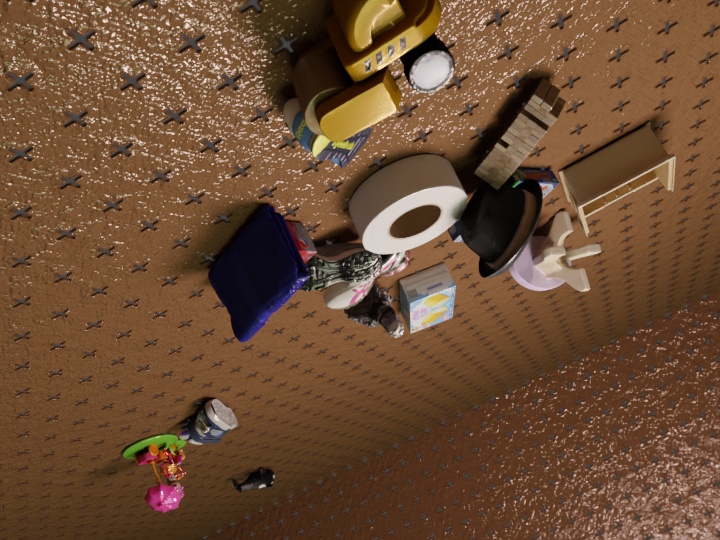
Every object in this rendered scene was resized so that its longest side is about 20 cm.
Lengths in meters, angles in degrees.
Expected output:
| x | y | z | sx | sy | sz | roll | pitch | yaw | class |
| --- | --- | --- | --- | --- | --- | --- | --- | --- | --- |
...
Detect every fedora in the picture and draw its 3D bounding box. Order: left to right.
| x | y | z | sx | sy | sz | roll | pitch | yaw | class |
| --- | --- | --- | --- | --- | --- | --- | --- | --- | --- |
| 0.235 | -0.091 | 1.268 | 0.091 | 0.202 | 0.201 | 28 | 136 | -14 | fedora |

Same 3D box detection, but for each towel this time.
| x | y | z | sx | sy | sz | roll | pitch | yaw | class |
| --- | --- | --- | --- | --- | --- | --- | --- | --- | --- |
| -0.166 | 0.007 | 1.177 | 0.049 | 0.148 | 0.200 | -8 | 153 | -47 | towel |

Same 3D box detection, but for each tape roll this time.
| x | y | z | sx | sy | sz | roll | pitch | yaw | class |
| --- | --- | --- | --- | --- | --- | --- | --- | --- | --- |
| 0.084 | -0.112 | 1.249 | 0.201 | 0.071 | 0.203 | -19 | 155 | -9 | tape roll |

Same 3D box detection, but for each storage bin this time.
| x | y | z | sx | sy | sz | roll | pitch | yaw | class |
| --- | --- | --- | --- | --- | --- | --- | --- | --- | --- |
| 0.527 | -0.179 | 1.475 | 0.199 | 0.094 | 0.198 | -29 | 155 | 12 | storage bin |

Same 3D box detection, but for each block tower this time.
| x | y | z | sx | sy | sz | roll | pitch | yaw | class |
| --- | --- | --- | --- | --- | --- | --- | --- | --- | --- |
| 0.260 | -0.217 | 1.182 | 0.058 | 0.054 | 0.200 | -55 | 179 | -38 | block tower |

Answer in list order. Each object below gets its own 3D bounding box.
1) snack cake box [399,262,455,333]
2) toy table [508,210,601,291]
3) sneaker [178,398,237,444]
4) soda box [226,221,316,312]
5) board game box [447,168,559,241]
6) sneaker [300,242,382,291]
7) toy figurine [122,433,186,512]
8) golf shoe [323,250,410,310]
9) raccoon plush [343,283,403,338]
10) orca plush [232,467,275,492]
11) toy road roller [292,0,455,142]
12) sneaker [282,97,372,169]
| x | y | z | sx | sy | sz | roll | pitch | yaw | class |
| --- | --- | --- | --- | --- | --- | --- | --- | --- | --- |
| 0.155 | 0.068 | 1.687 | 0.114 | 0.068 | 0.200 | -22 | 156 | -5 | snack cake box |
| 0.445 | -0.029 | 1.632 | 0.199 | 0.185 | 0.117 | -19 | 175 | -38 | toy table |
| -0.410 | 0.405 | 1.859 | 0.145 | 0.081 | 0.200 | -27 | 162 | -2 | sneaker |
| -0.167 | -0.004 | 1.254 | 0.070 | 0.064 | 0.200 | 1 | 146 | -46 | soda box |
| 0.283 | -0.128 | 1.434 | 0.134 | 0.035 | 0.200 | -4 | 150 | -37 | board game box |
| -0.062 | -0.012 | 1.321 | 0.198 | 0.079 | 0.075 | -4 | 114 | -8 | sneaker |
| -0.531 | 0.561 | 1.948 | 0.149 | 0.185 | 0.200 | -31 | 156 | 18 | toy figurine |
| 0.000 | 0.000 | 1.411 | 0.199 | 0.073 | 0.092 | -38 | 148 | 8 | golf shoe |
| 0.045 | 0.104 | 1.527 | 0.097 | 0.201 | 0.134 | -42 | 139 | 11 | raccoon plush |
| -0.389 | 0.764 | 2.676 | 0.199 | 0.072 | 0.105 | 7 | -173 | -42 | orca plush |
| -0.002 | -0.261 | 0.814 | 0.199 | 0.124 | 0.146 | -29 | 141 | 12 | toy road roller |
| -0.043 | -0.193 | 0.979 | 0.074 | 0.082 | 0.200 | -53 | 168 | 9 | sneaker |
